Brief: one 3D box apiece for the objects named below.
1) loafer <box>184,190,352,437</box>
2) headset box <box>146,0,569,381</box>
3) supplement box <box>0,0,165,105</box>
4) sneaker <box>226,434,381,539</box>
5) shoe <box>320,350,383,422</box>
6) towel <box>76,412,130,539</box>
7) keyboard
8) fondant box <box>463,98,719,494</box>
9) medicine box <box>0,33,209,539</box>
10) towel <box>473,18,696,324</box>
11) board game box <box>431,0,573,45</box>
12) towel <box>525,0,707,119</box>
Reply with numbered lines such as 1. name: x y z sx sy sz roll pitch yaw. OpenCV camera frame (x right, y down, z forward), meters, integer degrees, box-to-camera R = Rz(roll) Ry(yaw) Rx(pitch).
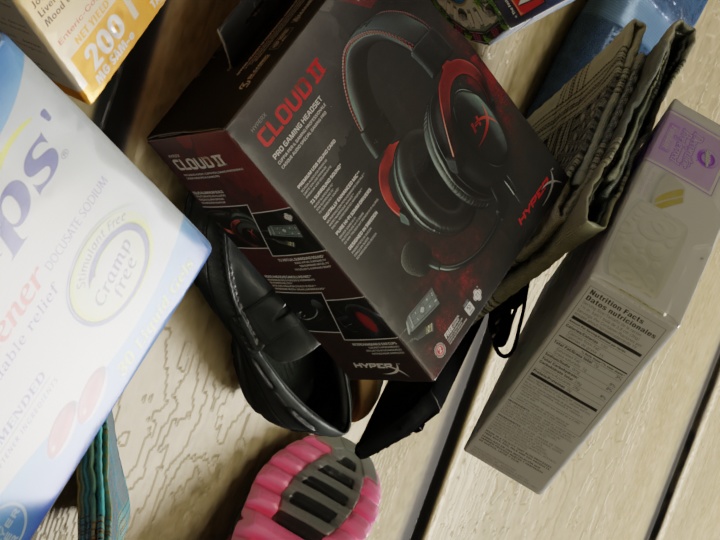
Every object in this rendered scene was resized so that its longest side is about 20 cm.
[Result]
1. loafer: -0.044 0.017 1.117 0.068 0.070 0.202 -46 143 -26
2. headset box: -0.003 -0.064 1.045 0.200 0.075 0.149 51 60 -26
3. supplement box: -0.138 -0.179 0.829 0.127 0.073 0.200 -56 148 -15
4. sneaker: -0.060 0.184 1.233 0.200 0.079 0.095 -54 -178 -34
5. shoe: 0.000 0.000 1.169 0.053 0.070 0.202 -23 130 -28
6. towel: -0.124 0.136 0.999 0.021 0.201 0.148 -4 128 -5
7. keyboard: 0.067 0.037 1.228 0.104 0.040 0.201 -39 -164 41
8. fondant box: 0.140 0.018 1.165 0.145 0.058 0.200 -60 180 -37
9. medicine box: -0.184 0.007 0.853 0.183 0.102 0.200 -58 150 -10
10. towel: 0.102 -0.050 1.189 0.200 0.034 0.193 -38 -164 47
11. board game box: 0.044 -0.207 1.008 0.199 0.201 0.062 -29 172 -27
12. towel: 0.178 -0.149 1.357 0.201 0.048 0.111 -63 148 -2
